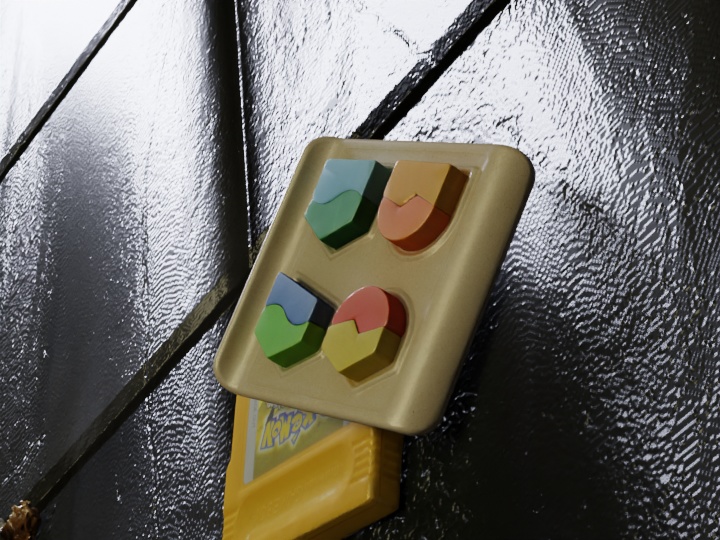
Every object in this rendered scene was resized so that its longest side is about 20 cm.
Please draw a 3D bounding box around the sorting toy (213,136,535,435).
[{"bbox_3d":[0.000,0.000,1.168,0.199,0.036,0.186,9,72,48],"label":"sorting toy"}]

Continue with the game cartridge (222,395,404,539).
[{"bbox_3d":[-0.030,0.086,1.223,0.176,0.032,0.201,-34,41,46],"label":"game cartridge"}]

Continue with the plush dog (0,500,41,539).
[{"bbox_3d":[-0.375,0.233,1.562,0.161,0.171,0.201,-52,31,25],"label":"plush dog"}]
